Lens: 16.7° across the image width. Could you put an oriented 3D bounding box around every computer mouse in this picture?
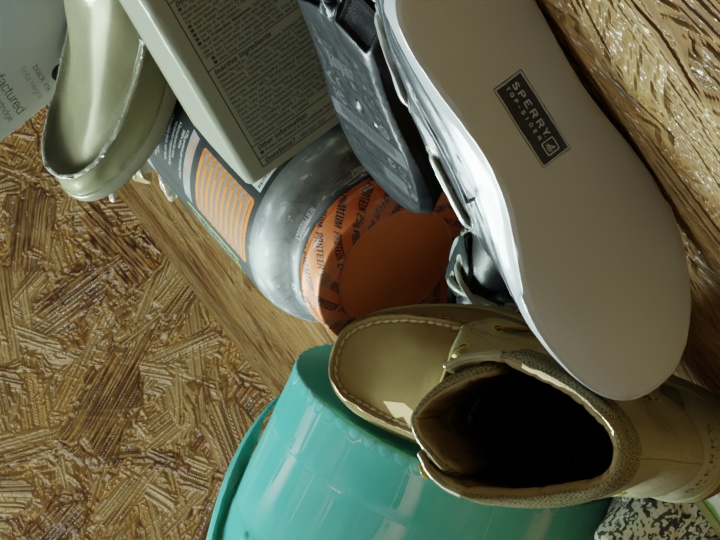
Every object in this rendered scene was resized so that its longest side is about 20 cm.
[{"bbox_3d":[0.023,-0.098,1.105,0.140,0.046,0.200,39,159,48],"label":"computer mouse"}]

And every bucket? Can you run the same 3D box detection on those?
[{"bbox_3d":[0.027,0.133,1.239,0.206,0.135,0.207,20,-166,-5],"label":"bucket"}]

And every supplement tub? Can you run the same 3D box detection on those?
[{"bbox_3d":[-0.031,-0.055,1.300,0.200,0.122,0.123,48,171,41],"label":"supplement tub"}]

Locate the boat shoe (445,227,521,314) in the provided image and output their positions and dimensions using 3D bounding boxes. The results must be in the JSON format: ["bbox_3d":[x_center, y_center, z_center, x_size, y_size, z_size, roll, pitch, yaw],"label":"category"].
[{"bbox_3d":[0.073,0.010,1.185,0.076,0.060,0.200,51,172,22],"label":"boat shoe"}]

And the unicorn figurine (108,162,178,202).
[{"bbox_3d":[-0.107,-0.129,1.430,0.200,0.073,0.138,-74,-25,-62],"label":"unicorn figurine"}]

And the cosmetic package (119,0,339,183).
[{"bbox_3d":[-0.067,-0.150,1.169,0.073,0.103,0.200,46,169,48],"label":"cosmetic package"}]

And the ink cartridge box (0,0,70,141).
[{"bbox_3d":[-0.175,-0.184,1.315,0.083,0.200,0.147,42,168,42],"label":"ink cartridge box"}]

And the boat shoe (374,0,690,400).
[{"bbox_3d":[0.064,-0.041,0.975,0.200,0.072,0.068,58,170,-12],"label":"boat shoe"}]

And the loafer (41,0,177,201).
[{"bbox_3d":[-0.127,-0.133,1.279,0.068,0.201,0.076,10,-162,-42],"label":"loafer"}]

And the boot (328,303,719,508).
[{"bbox_3d":[0.049,0.058,1.066,0.199,0.073,0.155,17,-174,26],"label":"boot"}]

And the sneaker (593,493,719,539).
[{"bbox_3d":[0.144,0.135,1.206,0.077,0.088,0.200,50,172,25],"label":"sneaker"}]
